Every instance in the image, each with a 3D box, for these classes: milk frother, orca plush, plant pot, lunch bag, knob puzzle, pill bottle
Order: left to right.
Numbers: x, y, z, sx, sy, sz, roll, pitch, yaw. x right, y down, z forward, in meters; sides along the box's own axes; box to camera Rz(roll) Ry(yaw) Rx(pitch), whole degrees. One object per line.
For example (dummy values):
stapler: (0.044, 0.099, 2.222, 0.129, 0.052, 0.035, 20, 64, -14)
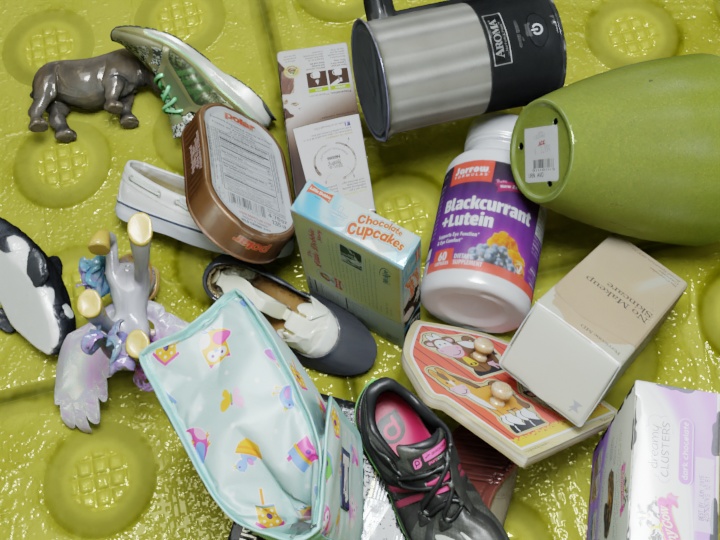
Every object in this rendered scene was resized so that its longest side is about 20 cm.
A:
orca plush: (-0.348, 0.002, 1.053, 0.199, 0.071, 0.106, 35, 115, 23)
lunch bag: (-0.068, 0.138, 0.810, 0.121, 0.171, 0.201, -35, 68, -5)
milk frother: (0.082, -0.213, 1.037, 0.185, 0.201, 0.183, -13, 68, -11)
pill bottle: (0.130, -0.051, 1.017, 0.109, 0.112, 0.203, 11, 66, 7)
knob puzzle: (0.123, 0.091, 0.930, 0.216, 0.031, 0.220, 16, 22, -6)
plant pot: (0.247, -0.113, 0.961, 0.197, 0.188, 0.190, -4, 62, -29)

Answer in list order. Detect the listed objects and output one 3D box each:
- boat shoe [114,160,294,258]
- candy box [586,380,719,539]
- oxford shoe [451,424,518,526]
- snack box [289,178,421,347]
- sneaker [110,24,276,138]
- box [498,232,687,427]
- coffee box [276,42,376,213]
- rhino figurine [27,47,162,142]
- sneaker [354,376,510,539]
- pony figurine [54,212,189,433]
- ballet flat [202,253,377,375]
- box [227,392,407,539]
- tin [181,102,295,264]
boat shoe: (-0.157, -0.076, 1.047, 0.199, 0.075, 0.088, 17, 110, 15)
candy box: (0.238, 0.207, 0.845, 0.070, 0.201, 0.170, 8, 66, 6)
oxford shoe: (0.105, 0.209, 0.929, 0.069, 0.076, 0.201, 8, 45, 28)
snack box: (0.000, 0.000, 0.949, 0.115, 0.201, 0.037, 28, 70, 14)
sneaker: (-0.191, -0.189, 1.093, 0.198, 0.077, 0.089, 33, 85, -8)
box: (0.218, 0.048, 0.931, 0.094, 0.078, 0.199, 36, 35, 15)
coffee box: (-0.034, -0.116, 1.053, 0.078, 0.113, 0.203, -9, 64, -2)
rhino figurine: (-0.274, -0.208, 1.134, 0.196, 0.060, 0.089, -13, 67, -5)
sneaker: (0.055, 0.174, 0.836, 0.076, 0.084, 0.201, -33, 68, -12)
pony figurine: (-0.215, 0.053, 0.960, 0.163, 0.200, 0.197, 0, 80, -5)
ballet flat: (-0.076, 0.044, 1.002, 0.198, 0.073, 0.073, 31, 70, 15)
box: (-0.025, 0.225, 0.909, 0.161, 0.086, 0.203, 12, 66, 8)
tin: (-0.119, -0.091, 1.007, 0.042, 0.111, 0.202, -43, 39, 27)
